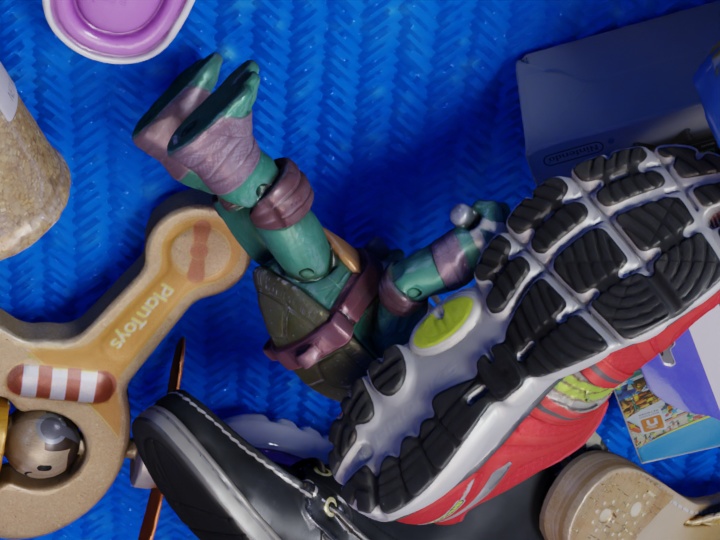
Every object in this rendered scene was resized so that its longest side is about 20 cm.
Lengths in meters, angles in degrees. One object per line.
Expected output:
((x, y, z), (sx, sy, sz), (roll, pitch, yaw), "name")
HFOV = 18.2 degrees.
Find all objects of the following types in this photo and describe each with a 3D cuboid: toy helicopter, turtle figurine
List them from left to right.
((-0.112, 0.047, 0.996), (0.132, 0.079, 0.200), (35, 111, -23), "toy helicopter")
((0.000, 0.000, 0.905), (0.200, 0.101, 0.150), (44, 156, -20), "turtle figurine")

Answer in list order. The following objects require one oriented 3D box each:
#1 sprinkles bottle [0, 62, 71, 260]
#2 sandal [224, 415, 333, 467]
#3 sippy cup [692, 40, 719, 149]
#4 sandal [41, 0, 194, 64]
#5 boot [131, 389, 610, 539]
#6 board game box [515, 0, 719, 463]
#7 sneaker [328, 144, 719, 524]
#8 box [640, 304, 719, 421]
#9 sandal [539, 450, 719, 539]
((-0.182, -0.089, 0.861), (0.068, 0.068, 0.200), (-16, 133, 13), "sprinkles bottle")
((0.009, 0.128, 1.081), (0.202, 0.050, 0.082), (17, 131, -18), "sandal")
((0.193, -0.067, 0.781), (0.130, 0.178, 0.140), (-35, 162, 20), "sippy cup")
((-0.071, -0.150, 0.820), (0.082, 0.050, 0.203), (7, 133, -9), "sandal")
((0.010, 0.087, 1.008), (0.204, 0.154, 0.073), (46, 162, -18), "boot")
((0.163, -0.018, 0.949), (0.147, 0.064, 0.200), (-15, 134, 12), "board game box")
((0.076, 0.027, 0.859), (0.200, 0.077, 0.085), (-38, 148, 18), "sneaker")
((0.202, -0.007, 0.893), (0.200, 0.042, 0.119), (-15, 132, 13), "box")
((0.169, 0.141, 1.046), (0.212, 0.070, 0.078), (24, 96, -46), "sandal")
